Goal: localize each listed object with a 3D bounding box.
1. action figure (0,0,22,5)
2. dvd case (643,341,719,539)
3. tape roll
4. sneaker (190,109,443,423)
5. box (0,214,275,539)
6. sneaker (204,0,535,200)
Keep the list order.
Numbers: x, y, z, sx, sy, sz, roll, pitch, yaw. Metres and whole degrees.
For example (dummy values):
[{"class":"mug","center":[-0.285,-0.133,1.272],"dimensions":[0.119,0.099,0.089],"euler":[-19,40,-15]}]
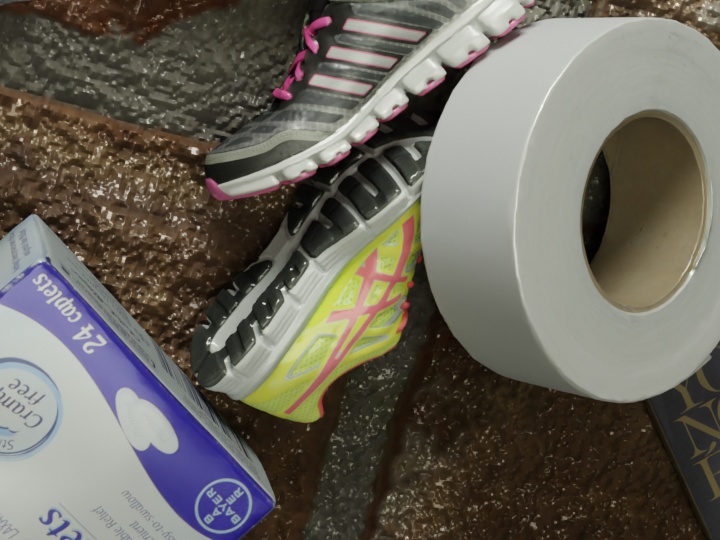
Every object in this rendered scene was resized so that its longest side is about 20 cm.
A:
[{"class":"action figure","center":[-0.224,-0.147,0.709],"dimensions":[0.134,0.149,0.201],"euler":[-31,97,-12]},{"class":"dvd case","center":[0.248,0.065,0.962],"dimensions":[0.148,0.016,0.201],"euler":[-30,110,-6]},{"class":"tape roll","center":[0.127,-0.033,0.832],"dimensions":[0.202,0.071,0.204],"euler":[-7,101,-40]},{"class":"sneaker","center":[0.000,0.000,0.851],"dimensions":[0.200,0.078,0.090],"euler":[-47,122,5]},{"class":"box","center":[-0.180,0.109,0.807],"dimensions":[0.200,0.105,0.184],"euler":[-41,111,-1]},{"class":"sneaker","center":[-0.010,-0.116,0.812],"dimensions":[0.200,0.074,0.088],"euler":[-37,102,0]}]
